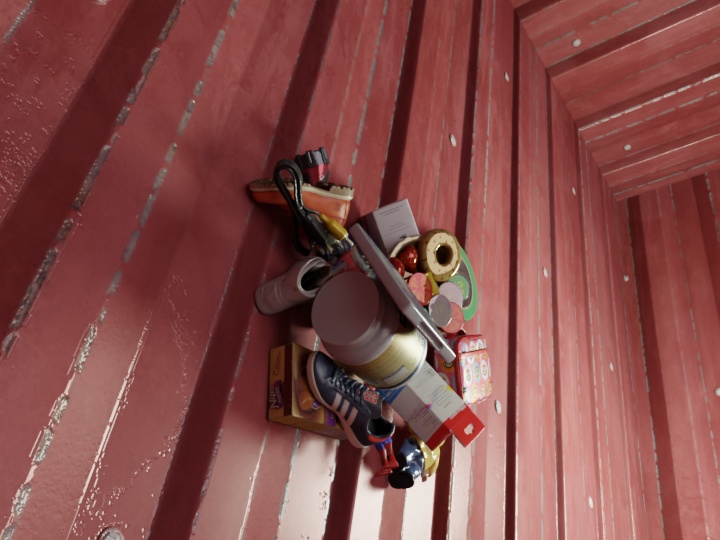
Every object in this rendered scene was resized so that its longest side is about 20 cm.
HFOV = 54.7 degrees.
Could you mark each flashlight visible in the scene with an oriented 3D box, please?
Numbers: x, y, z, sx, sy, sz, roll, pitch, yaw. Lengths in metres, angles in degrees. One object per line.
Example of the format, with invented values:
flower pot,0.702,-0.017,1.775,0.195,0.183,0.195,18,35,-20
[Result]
flashlight,-0.068,-0.126,1.321,0.068,0.066,0.205,-149,-138,-84

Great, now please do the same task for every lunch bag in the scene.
lunch bag,0.234,0.216,1.595,0.199,0.080,0.181,2,80,-60

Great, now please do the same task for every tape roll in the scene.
tape roll,0.222,0.027,1.711,0.199,0.047,0.205,32,50,-47

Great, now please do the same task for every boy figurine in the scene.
boy figurine,0.117,0.348,1.384,0.199,0.063,0.127,-28,99,-58

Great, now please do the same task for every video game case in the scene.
video game case,0.067,0.036,1.116,0.182,0.023,0.201,48,6,-47

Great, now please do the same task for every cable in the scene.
cable,-0.097,-0.101,1.187,0.202,0.095,0.051,58,33,-25

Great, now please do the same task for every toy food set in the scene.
toy food set,0.128,0.030,1.316,0.197,0.048,0.203,-17,91,-37

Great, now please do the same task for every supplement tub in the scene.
supplement tub,0.016,0.101,1.154,0.200,0.141,0.148,46,39,-53

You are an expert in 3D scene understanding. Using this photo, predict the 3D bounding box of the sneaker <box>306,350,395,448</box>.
sneaker,-0.010,0.204,1.133,0.202,0.083,0.076,55,36,-27

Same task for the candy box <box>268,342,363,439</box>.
candy box,-0.069,0.207,1.170,0.199,0.055,0.120,31,50,-50

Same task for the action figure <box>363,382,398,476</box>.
action figure,0.017,0.265,1.265,0.050,0.066,0.204,-6,61,-17

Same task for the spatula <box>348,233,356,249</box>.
spatula,-0.006,0.021,1.383,0.056,0.020,0.205,-18,94,-53

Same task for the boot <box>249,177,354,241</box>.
boot,-0.106,-0.107,1.227,0.196,0.075,0.110,6,103,-29

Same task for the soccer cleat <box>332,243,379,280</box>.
soccer cleat,0.000,0.000,1.330,0.069,0.072,0.200,62,10,14

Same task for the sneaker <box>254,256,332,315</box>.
sneaker,-0.080,0.014,1.188,0.199,0.114,0.075,-37,104,-58

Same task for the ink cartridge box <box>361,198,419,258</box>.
ink cartridge box,0.078,-0.032,1.421,0.146,0.081,0.205,-178,-112,-81

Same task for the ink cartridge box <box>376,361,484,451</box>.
ink cartridge box,0.140,0.270,1.368,0.200,0.068,0.115,46,29,16
